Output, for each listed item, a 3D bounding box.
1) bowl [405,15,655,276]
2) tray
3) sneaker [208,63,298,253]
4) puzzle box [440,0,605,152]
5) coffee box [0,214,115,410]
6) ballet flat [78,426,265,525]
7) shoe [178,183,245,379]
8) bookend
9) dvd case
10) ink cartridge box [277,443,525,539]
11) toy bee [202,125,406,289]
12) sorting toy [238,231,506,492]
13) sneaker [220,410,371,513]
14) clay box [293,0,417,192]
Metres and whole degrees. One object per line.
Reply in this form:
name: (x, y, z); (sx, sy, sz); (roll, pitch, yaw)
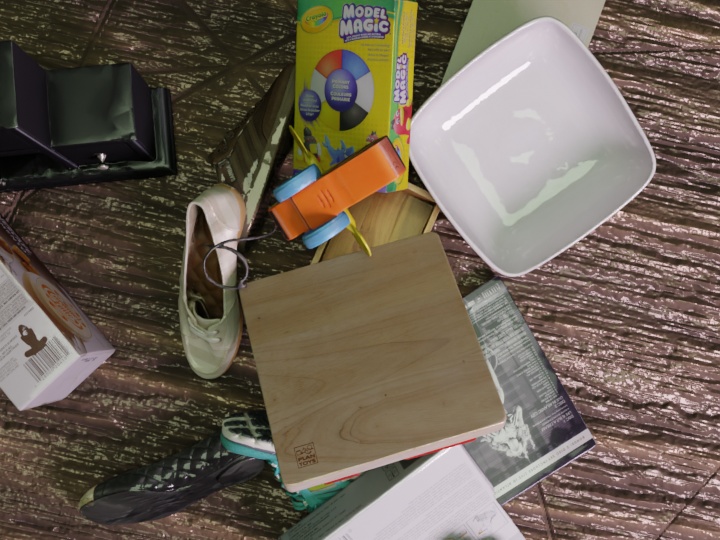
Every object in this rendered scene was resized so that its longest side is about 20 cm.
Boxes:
bowl: (0.161, -0.122, 0.865); (0.199, 0.075, 0.201); (-36, 97, 13)
tray: (0.000, 0.000, 0.898); (0.097, 0.037, 0.203); (25, 86, 1)
sneaker: (-0.114, -0.123, 0.887); (0.074, 0.070, 0.203); (20, 86, 5)
puzzle box: (0.169, -0.239, 0.918); (0.131, 0.025, 0.203); (22, 87, 0)
coffee box: (-0.346, 0.030, 0.855); (0.080, 0.114, 0.200); (-41, 87, -2)
ballet flat: (-0.187, 0.206, 0.884); (0.197, 0.067, 0.057); (-19, 48, -3)
shoe: (-0.152, 0.017, 0.858); (0.069, 0.053, 0.203); (12, 110, 15)
bookend: (-0.291, -0.144, 0.821); (0.196, 0.199, 0.094); (-6, 85, -2)
dvd case: (0.131, 0.130, 0.902); (0.147, 0.016, 0.202); (-30, 88, -2)
ink cartridge box: (0.046, 0.264, 0.862); (0.199, 0.044, 0.174); (-36, 124, -1)
toy bee: (-0.048, -0.070, 0.814); (0.196, 0.109, 0.133); (-9, 106, 11)
sorting toy: (0.007, 0.087, 0.808); (0.197, 0.070, 0.201); (-15, 60, -5)
sneaker: (-0.049, 0.196, 0.850); (0.198, 0.078, 0.081); (26, 98, -20)
clay box: (-0.007, -0.183, 0.838); (0.113, 0.047, 0.204); (10, 106, 32)
